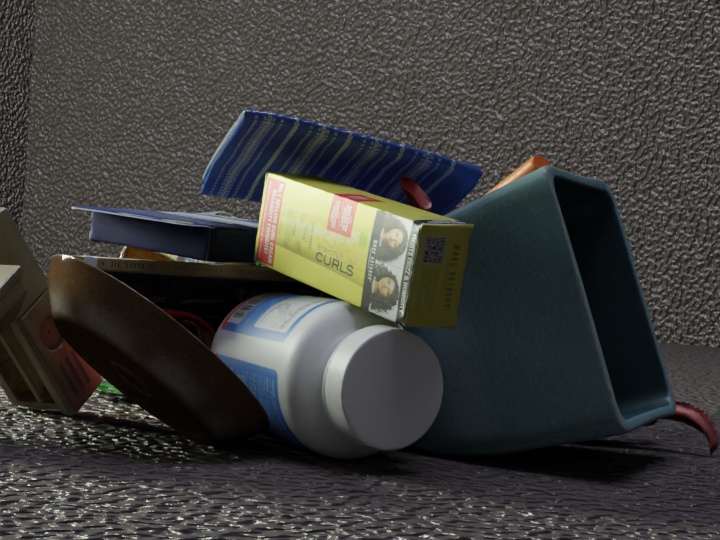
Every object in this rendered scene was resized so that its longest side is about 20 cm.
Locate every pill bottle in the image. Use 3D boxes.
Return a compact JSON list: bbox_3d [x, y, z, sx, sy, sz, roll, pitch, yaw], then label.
[{"bbox_3d":[-0.025,0.077,1.059,0.111,0.114,0.199,3,2,-29],"label":"pill bottle"}]

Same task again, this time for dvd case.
[{"bbox_3d":[-0.134,0.025,1.187,0.197,0.016,0.149,3,-21,-5],"label":"dvd case"}]

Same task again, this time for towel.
[{"bbox_3d":[-0.018,-0.071,1.148,0.197,0.024,0.145,12,-24,-17],"label":"towel"}]

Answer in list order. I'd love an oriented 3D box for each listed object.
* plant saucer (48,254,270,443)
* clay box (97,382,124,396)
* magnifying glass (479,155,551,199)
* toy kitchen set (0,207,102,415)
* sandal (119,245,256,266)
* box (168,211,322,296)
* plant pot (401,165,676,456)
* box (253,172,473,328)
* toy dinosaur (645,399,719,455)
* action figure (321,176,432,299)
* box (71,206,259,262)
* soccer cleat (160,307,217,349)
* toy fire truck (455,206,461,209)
[{"bbox_3d":[-0.155,0.067,1.041,0.199,0.037,0.201,33,-19,13],"label":"plant saucer"},{"bbox_3d":[-0.155,0.096,1.372,0.197,0.048,0.115,5,-1,-19],"label":"clay box"},{"bbox_3d":[0.082,-0.032,1.205,0.200,0.023,0.079,-41,-17,34],"label":"magnifying glass"},{"bbox_3d":[-0.283,0.080,1.078,0.161,0.182,0.201,0,39,34],"label":"toy kitchen set"},{"bbox_3d":[-0.182,0.002,1.282,0.210,0.070,0.078,-13,19,34],"label":"sandal"},{"bbox_3d":[-0.105,-0.007,1.348,0.199,0.035,0.109,24,20,37],"label":"box"},{"bbox_3d":[0.111,0.051,1.136,0.198,0.199,0.196,-20,-9,23],"label":"plant pot"},{"bbox_3d":[-0.003,-0.019,1.041,0.050,0.076,0.199,3,12,-36],"label":"box"},{"bbox_3d":[0.174,0.098,1.234,0.179,0.107,0.199,-7,11,-24],"label":"toy dinosaur"},{"bbox_3d":[0.000,0.000,1.171,0.065,0.052,0.201,-32,-21,-34],"label":"action figure"},{"bbox_3d":[-0.138,-0.030,1.202,0.120,0.033,0.199,10,3,28],"label":"box"},{"bbox_3d":[-0.129,0.073,1.204,0.198,0.068,0.076,20,-35,-36],"label":"soccer cleat"},{"bbox_3d":[0.070,0.010,1.383,0.198,0.113,0.168,14,20,-24],"label":"toy fire truck"}]
